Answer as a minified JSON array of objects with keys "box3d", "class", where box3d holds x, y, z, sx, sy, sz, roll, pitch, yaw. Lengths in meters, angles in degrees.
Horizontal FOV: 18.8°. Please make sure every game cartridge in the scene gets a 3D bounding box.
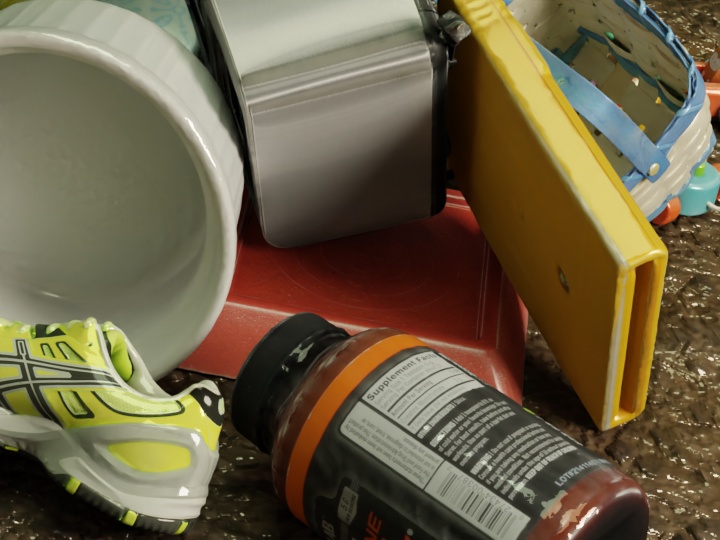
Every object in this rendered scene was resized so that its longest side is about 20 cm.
[{"box3d":[0.096,-0.038,1.146,0.032,0.177,0.201,-22,61,-10],"class":"game cartridge"}]

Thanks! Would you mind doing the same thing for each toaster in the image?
[{"box3d":[-0.025,-0.133,1.173,0.118,0.200,0.182,-17,64,-7],"class":"toaster"}]

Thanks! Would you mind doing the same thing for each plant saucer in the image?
[{"box3d":[0.000,0.000,1.231,0.198,0.037,0.200,10,34,0],"class":"plant saucer"}]

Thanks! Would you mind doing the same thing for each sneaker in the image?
[{"box3d":[-0.151,0.052,1.055,0.199,0.077,0.075,27,3,12],"class":"sneaker"}]

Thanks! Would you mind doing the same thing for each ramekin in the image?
[{"box3d":[-0.153,-0.041,1.109,0.199,0.202,0.098,12,26,2],"class":"ramekin"}]

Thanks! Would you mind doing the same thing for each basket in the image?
[{"box3d":[0.112,-0.111,1.277,0.176,0.139,0.200,44,10,29],"class":"basket"}]

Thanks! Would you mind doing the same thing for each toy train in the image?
[{"box3d":[0.220,-0.099,1.420,0.149,0.056,0.201,5,34,-8],"class":"toy train"}]

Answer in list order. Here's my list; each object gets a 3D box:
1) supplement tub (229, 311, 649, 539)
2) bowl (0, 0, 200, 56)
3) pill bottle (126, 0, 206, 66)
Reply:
[{"box3d":[0.031,0.098,1.033,0.199,0.108,0.107,32,39,30],"class":"supplement tub"},{"box3d":[-0.175,-0.173,1.226,0.107,0.202,0.200,3,29,23],"class":"bowl"},{"box3d":[-0.062,-0.147,1.354,0.199,0.120,0.120,19,34,11],"class":"pill bottle"}]
